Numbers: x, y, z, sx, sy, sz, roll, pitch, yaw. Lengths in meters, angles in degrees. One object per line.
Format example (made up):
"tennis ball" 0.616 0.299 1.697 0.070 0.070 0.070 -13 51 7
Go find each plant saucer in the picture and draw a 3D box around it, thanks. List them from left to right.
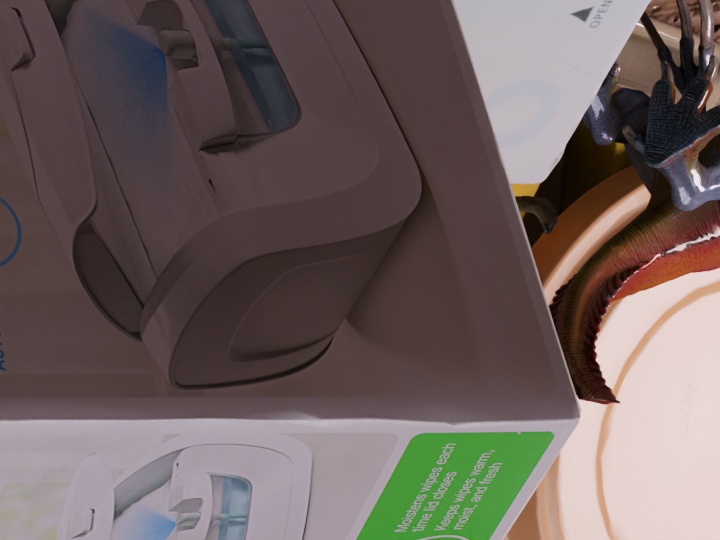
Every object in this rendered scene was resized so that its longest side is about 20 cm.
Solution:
"plant saucer" 0.120 0.057 0.913 0.200 0.032 0.201 -13 110 -36

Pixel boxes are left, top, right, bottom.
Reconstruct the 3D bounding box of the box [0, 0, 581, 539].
"box" -0.071 -0.022 0.544 0.176 0.200 0.097 2 142 -21

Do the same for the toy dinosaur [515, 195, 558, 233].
"toy dinosaur" 0.000 0.000 0.815 0.200 0.101 0.058 -61 170 5

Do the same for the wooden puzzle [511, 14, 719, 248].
"wooden puzzle" 0.048 -0.006 0.894 0.185 0.046 0.200 12 112 -47

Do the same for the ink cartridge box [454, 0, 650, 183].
"ink cartridge box" -0.013 -0.086 0.668 0.200 0.047 0.160 -3 146 -24

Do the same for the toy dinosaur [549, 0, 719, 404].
"toy dinosaur" 0.122 -0.036 0.846 0.181 0.105 0.200 32 82 -53
